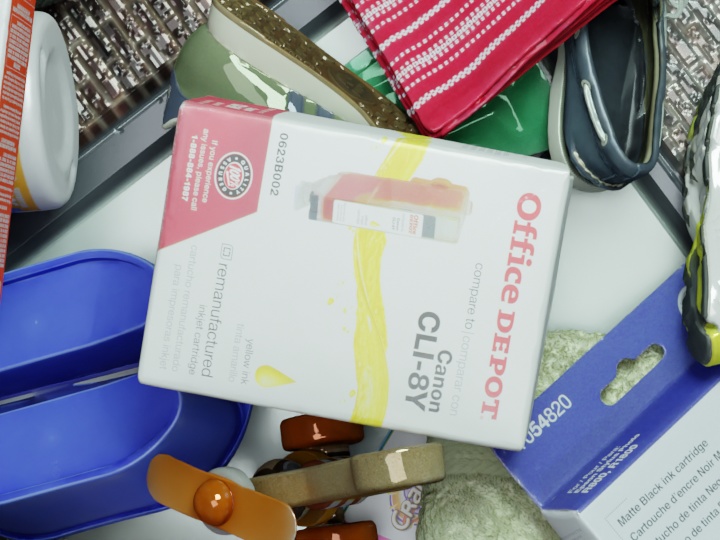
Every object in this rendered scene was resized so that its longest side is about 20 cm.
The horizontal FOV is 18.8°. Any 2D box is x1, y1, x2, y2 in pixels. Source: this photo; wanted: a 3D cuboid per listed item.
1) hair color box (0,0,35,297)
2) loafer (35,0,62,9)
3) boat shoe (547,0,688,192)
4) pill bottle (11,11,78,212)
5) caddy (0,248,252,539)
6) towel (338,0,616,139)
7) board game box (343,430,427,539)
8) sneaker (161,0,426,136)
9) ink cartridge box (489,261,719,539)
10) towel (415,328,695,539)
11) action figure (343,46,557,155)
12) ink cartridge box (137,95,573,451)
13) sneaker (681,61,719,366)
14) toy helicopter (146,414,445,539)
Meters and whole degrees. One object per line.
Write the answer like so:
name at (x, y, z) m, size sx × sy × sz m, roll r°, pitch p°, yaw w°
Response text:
hair color box at (-0.237, -0.069, 1.134) m, size 0.110 × 0.064 × 0.202 m, roll 7°, pitch 88°, yaw 4°
loafer at (-0.149, -0.233, 1.231) m, size 0.071 × 0.073 × 0.200 m, roll 36°, pitch 76°, yaw 11°
boat shoe at (0.138, -0.145, 1.192) m, size 0.074 × 0.062 × 0.202 m, roll 10°, pitch 79°, yaw -27°
pill bottle at (-0.266, -0.083, 1.224) m, size 0.198 × 0.112 × 0.113 m, roll -5°, pitch 90°, yaw 5°
caddy at (-0.159, 0.071, 1.222) m, size 0.198 × 0.105 × 0.142 m, roll -15°, pitch 69°, yaw 13°
towel at (0.047, -0.183, 1.190) m, size 0.144 × 0.022 × 0.201 m, roll -38°, pitch 62°, yaw 14°
board game box at (0.084, 0.169, 1.231) m, size 0.199 × 0.040 × 0.154 m, roll 32°, pitch 93°, yaw 4°
sneaker at (-0.022, -0.058, 1.183) m, size 0.200 × 0.067 × 0.090 m, roll 38°, pitch 111°, yaw 2°
ink cartridge box at (0.200, 0.107, 1.160) m, size 0.199 × 0.041 × 0.200 m, roll -40°, pitch 87°, yaw -27°
towel at (0.129, 0.100, 1.192) m, size 0.198 × 0.037 × 0.150 m, roll 4°, pitch 69°, yaw -7°
action figure at (0.007, -0.078, 1.229) m, size 0.199 × 0.055 × 0.119 m, roll -29°, pitch 90°, yaw 5°
ink cartridge box at (0.000, 0.000, 1.100) m, size 0.198 × 0.083 × 0.146 m, roll 10°, pitch 95°, yaw 4°
sneaker at (0.222, -0.036, 1.185) m, size 0.084 × 0.075 × 0.202 m, roll 9°, pitch 67°, yaw -3°
toy helicopter at (-0.025, 0.109, 1.120) m, size 0.131 × 0.200 × 0.080 m, roll -3°, pitch 81°, yaw -28°
